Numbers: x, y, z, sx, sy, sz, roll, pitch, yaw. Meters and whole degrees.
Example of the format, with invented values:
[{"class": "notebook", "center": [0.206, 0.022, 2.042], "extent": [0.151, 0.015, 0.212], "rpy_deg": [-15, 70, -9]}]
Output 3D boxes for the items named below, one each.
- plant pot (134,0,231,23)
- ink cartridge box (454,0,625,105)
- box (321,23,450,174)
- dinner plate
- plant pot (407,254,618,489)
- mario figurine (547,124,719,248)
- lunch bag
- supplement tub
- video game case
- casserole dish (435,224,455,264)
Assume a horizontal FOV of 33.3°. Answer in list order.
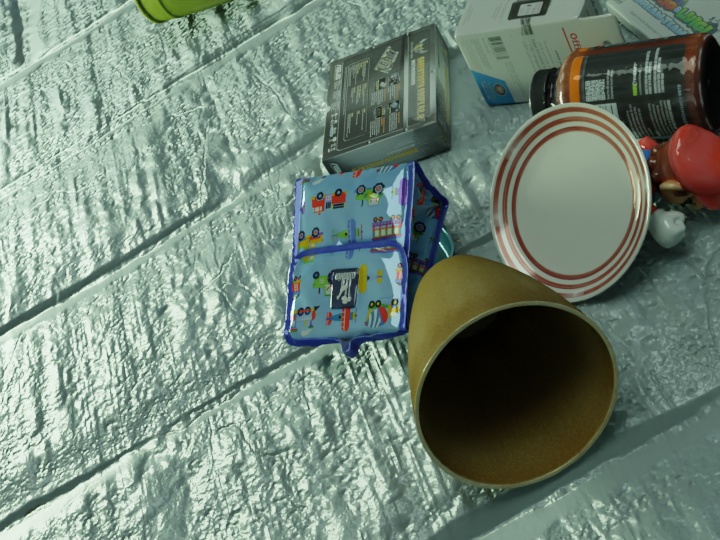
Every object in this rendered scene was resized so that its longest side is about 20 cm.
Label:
[{"class": "plant pot", "center": [-0.245, -0.499, 1.901], "extent": [0.191, 0.201, 0.202], "rpy_deg": [0, 50, 18]}, {"class": "ink cartridge box", "center": [0.224, -0.263, 1.399], "extent": [0.198, 0.116, 0.067], "rpy_deg": [0, 50, 33]}, {"class": "box", "center": [0.034, -0.212, 1.530], "extent": [0.157, 0.048, 0.201], "rpy_deg": [-17, 44, 19]}, {"class": "dinner plate", "center": [0.213, -0.068, 1.222], "extent": [0.199, 0.024, 0.203], "rpy_deg": [-2, 88, 44]}, {"class": "plant pot", "center": [0.118, 0.067, 1.128], "extent": [0.185, 0.187, 0.200], "rpy_deg": [-31, 28, 4]}, {"class": "mario figurine", "center": [0.296, -0.080, 1.228], "extent": [0.199, 0.105, 0.125], "rpy_deg": [-6, 84, 43]}, {"class": "lunch bag", "center": [0.000, 0.000, 1.282], "extent": [0.149, 0.094, 0.202], "rpy_deg": [-6, 61, 28]}, {"class": "supplement tub", "center": [0.285, -0.192, 1.297], "extent": [0.198, 0.107, 0.108], "rpy_deg": [-1, 51, 33]}, {"class": "video game case", "center": [0.408, -0.315, 1.393], "extent": [0.181, 0.024, 0.201], "rpy_deg": [-33, 40, 2]}, {"class": "casserole dish", "center": [0.039, -0.024, 1.356], "extent": [0.121, 0.039, 0.200], "rpy_deg": [-34, 40, 2]}]
